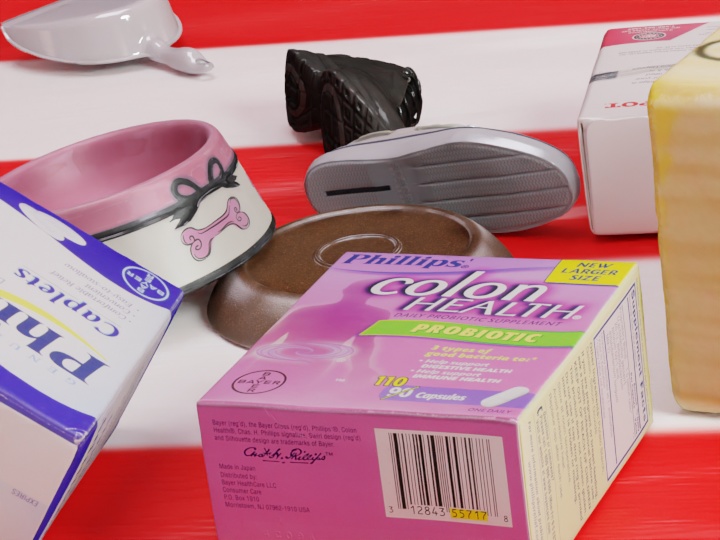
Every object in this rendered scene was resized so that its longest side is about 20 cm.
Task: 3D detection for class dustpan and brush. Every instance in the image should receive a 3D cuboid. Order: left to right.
[{"bbox_3d":[-0.186,-0.192,2.246,0.139,0.057,0.200,-25,21,-34],"label":"dustpan and brush"}]

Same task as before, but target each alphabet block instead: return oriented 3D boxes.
[{"bbox_3d":[0.289,-0.037,1.494,0.199,0.197,0.195,5,24,30],"label":"alphabet block"}]

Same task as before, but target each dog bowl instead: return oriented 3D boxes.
[{"bbox_3d":[-0.160,-0.033,1.755,0.200,0.074,0.200,-15,17,5],"label":"dog bowl"}]

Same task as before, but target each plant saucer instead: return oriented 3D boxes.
[{"bbox_3d":[0.000,0.000,1.720,0.200,0.032,0.200,-8,22,3],"label":"plant saucer"}]

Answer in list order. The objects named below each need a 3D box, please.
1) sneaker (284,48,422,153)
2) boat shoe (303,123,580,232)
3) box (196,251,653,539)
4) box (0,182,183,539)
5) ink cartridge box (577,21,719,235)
[{"bbox_3d":[0.008,-0.119,1.963,0.090,0.076,0.200,-5,23,-16],"label":"sneaker"},{"bbox_3d":[0.059,-0.072,1.812,0.199,0.074,0.067,4,33,28],"label":"boat shoe"},{"bbox_3d":[0.039,0.073,1.434,0.175,0.097,0.200,2,23,24],"label":"box"},{"bbox_3d":[-0.215,0.042,1.471,0.184,0.105,0.200,30,26,-2],"label":"box"},{"bbox_3d":[0.227,-0.098,1.812,0.144,0.085,0.200,-3,21,12],"label":"ink cartridge box"}]
